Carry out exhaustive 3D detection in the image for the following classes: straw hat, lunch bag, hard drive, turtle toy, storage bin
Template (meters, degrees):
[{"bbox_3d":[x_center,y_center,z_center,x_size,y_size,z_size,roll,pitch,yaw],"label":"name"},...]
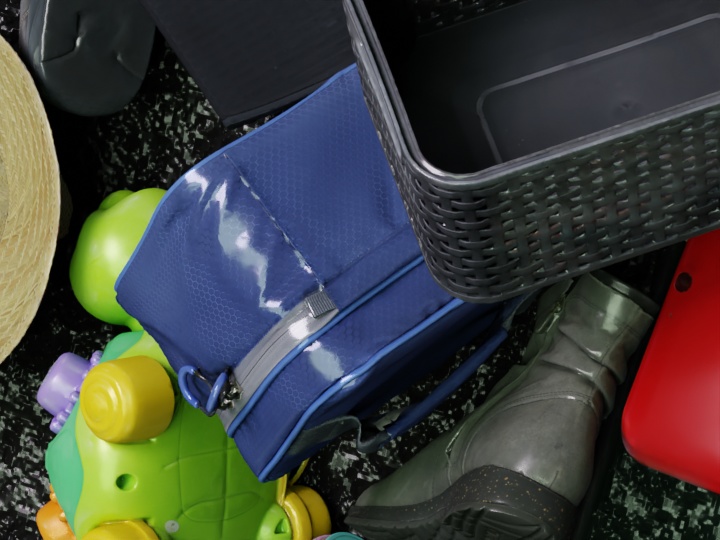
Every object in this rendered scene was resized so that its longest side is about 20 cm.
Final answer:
[{"bbox_3d":[-0.188,-0.038,1.403,0.201,0.085,0.201,1,92,37],"label":"straw hat"},{"bbox_3d":[0.000,0.000,1.268,0.132,0.200,0.136,50,151,8],"label":"lunch bag"},{"bbox_3d":[-0.008,-0.154,1.306,0.200,0.042,0.135,-29,108,14],"label":"hard drive"},{"bbox_3d":[-0.091,0.062,1.362,0.101,0.146,0.200,10,101,42],"label":"turtle toy"},{"bbox_3d":[0.103,-0.088,1.167,0.200,0.094,0.135,-18,59,-3],"label":"storage bin"}]

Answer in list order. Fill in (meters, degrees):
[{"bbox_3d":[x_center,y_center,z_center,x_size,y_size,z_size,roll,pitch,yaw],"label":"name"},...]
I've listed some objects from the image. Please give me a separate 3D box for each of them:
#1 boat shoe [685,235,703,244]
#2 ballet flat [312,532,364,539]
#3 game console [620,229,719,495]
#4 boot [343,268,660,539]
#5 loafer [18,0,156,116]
[{"bbox_3d":[0.171,-0.027,1.273,0.073,0.063,0.200,-39,82,4],"label":"boat shoe"},{"bbox_3d":[0.047,0.197,1.358,0.200,0.069,0.071,32,125,11],"label":"ballet flat"},{"bbox_3d":[0.234,0.018,1.222,0.172,0.119,0.200,21,90,-25],"label":"game console"},{"bbox_3d":[0.069,0.070,1.311,0.068,0.200,0.131,31,71,-13],"label":"boot"},{"bbox_3d":[-0.123,-0.173,1.368,0.072,0.073,0.200,12,86,62],"label":"loafer"}]
